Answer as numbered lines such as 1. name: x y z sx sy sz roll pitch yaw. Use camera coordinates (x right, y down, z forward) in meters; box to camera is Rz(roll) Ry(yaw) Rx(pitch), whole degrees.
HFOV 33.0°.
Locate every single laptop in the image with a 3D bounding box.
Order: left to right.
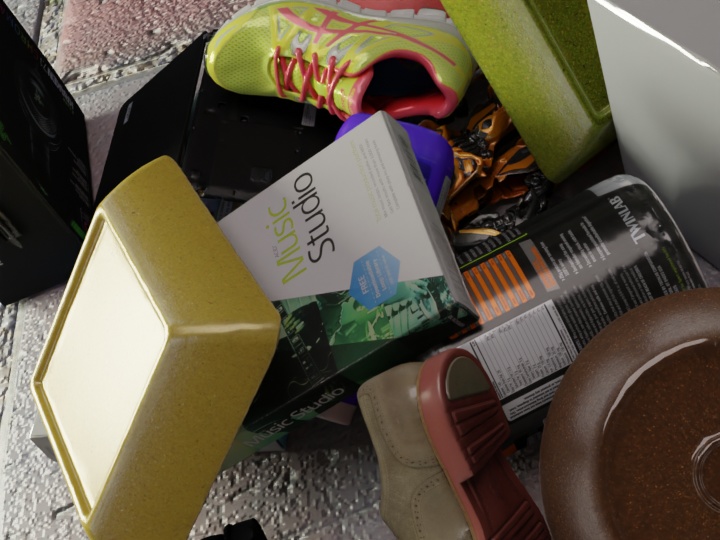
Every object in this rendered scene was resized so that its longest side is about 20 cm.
1. laptop: -0.102 -0.089 0.934 0.198 0.104 0.178 7 50 -4

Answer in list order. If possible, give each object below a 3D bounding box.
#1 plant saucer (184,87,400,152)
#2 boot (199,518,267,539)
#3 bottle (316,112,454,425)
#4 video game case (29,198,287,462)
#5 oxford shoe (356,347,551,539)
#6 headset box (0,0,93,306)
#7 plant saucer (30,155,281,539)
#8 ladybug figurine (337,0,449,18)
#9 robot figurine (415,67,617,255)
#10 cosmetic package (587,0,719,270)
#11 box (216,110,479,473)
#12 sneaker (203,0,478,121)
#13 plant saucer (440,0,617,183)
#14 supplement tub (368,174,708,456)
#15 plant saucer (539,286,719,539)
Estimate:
1. plant saucer: -0.060 -0.143 0.994 0.198 0.036 0.201 -11 52 14
2. boot: -0.120 0.250 0.700 0.167 0.077 0.201 -21 43 2
3. bottle: 0.000 0.000 0.810 0.083 0.065 0.202 14 84 18
4. video game case: -0.129 0.038 0.882 0.180 0.046 0.201 -6 53 19
5. oxford shoe: 0.055 0.144 0.671 0.074 0.070 0.202 -14 92 35
6. headset box: -0.292 -0.097 0.965 0.092 0.175 0.201 -21 49 7
7. plant saucer: -0.139 0.056 0.727 0.200 0.048 0.201 51 122 47
8. ladybug figurine: 0.032 -0.211 0.946 0.198 0.073 0.136 5 29 2
9. robot figurine: 0.109 -0.100 0.878 0.199 0.058 0.145 -37 49 -7
10. cosmetic package: 0.263 -0.131 0.745 0.199 0.200 0.123 -37 50 -7
11. box: -0.039 0.015 0.728 0.199 0.036 0.145 -33 54 20
12. sneaker: -0.016 -0.143 0.855 0.198 0.079 0.091 0 41 6
13. plant saucer: 0.161 -0.190 0.789 0.199 0.201 0.048 -38 19 -9
14. supplement tub: 0.102 0.037 0.739 0.199 0.123 0.123 -27 50 2
15. plant saucer: 0.194 0.107 0.643 0.198 0.037 0.203 -1 83 8
